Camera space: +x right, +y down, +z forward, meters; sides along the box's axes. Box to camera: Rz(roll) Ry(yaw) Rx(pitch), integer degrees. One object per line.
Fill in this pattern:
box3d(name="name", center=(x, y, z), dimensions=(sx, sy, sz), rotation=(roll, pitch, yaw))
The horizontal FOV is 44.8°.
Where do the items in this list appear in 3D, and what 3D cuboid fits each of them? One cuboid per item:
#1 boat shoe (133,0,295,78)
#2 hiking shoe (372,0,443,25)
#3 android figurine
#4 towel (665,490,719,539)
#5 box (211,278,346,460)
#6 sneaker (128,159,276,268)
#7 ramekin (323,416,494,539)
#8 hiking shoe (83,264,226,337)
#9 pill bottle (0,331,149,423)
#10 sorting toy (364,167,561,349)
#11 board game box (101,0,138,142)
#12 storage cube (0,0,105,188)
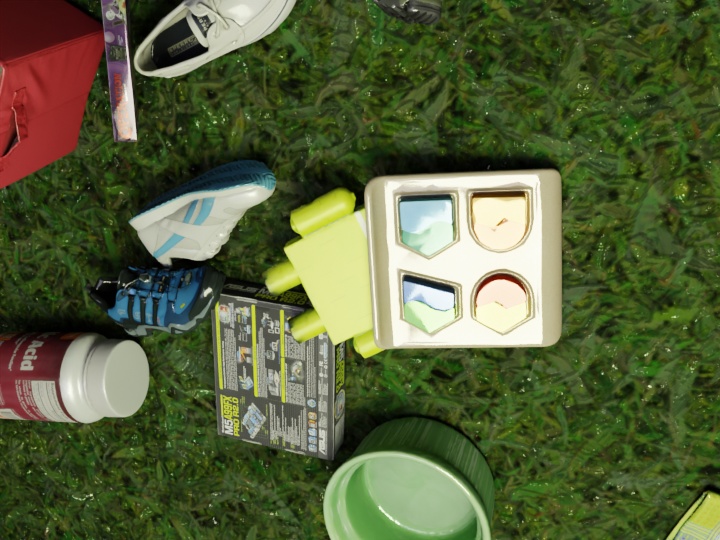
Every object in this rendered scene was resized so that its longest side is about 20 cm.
box3d(name="boat shoe", center=(-0.153, -0.257, 0.899), dimensions=(0.198, 0.066, 0.073), rotation=(-19, 105, 26))
box3d(name="hiking shoe", center=(0.005, -0.309, 0.825), dimensions=(0.199, 0.076, 0.101), rotation=(28, 96, 13))
box3d(name="android figurine", center=(0.000, 0.000, 0.941), dimensions=(0.198, 0.041, 0.183), rotation=(-23, 103, 10))
box3d(name="towel", center=(0.439, 0.332, 0.959), dimensions=(0.199, 0.023, 0.145), rotation=(27, 120, 7))
box3d(name="box", center=(-0.098, 0.119, 1.055), dimensions=(0.159, 0.044, 0.202), rotation=(9, 114, 18))
box3d(name="sneaker", center=(-0.168, -0.064, 0.990), dimensions=(0.199, 0.077, 0.081), rotation=(-17, 113, 33))
box3d(name="ramekin", center=(0.064, 0.272, 1.029), dimensions=(0.198, 0.098, 0.202), rotation=(8, 115, 17))
box3d(name="hiking shoe", center=(-0.240, 0.030, 1.017), dimensions=(0.199, 0.075, 0.087), rotation=(-18, 139, 39))
box3d(name="pill bottle", center=(-0.382, 0.137, 1.128), dimensions=(0.198, 0.114, 0.115), rotation=(-1, 112, 20))
box3d(name="sorting toy", center=(0.107, -0.007, 0.891), dimensions=(0.198, 0.037, 0.187), rotation=(-3, 106, 4))
box3d(name="board game box", center=(-0.252, -0.248, 0.914), dimensions=(0.032, 0.120, 0.202), rotation=(-2, 114, -8))
box3d(name="storage cube", center=(-0.408, -0.212, 0.944), dimensions=(0.199, 0.180, 0.172), rotation=(32, 123, 4))
